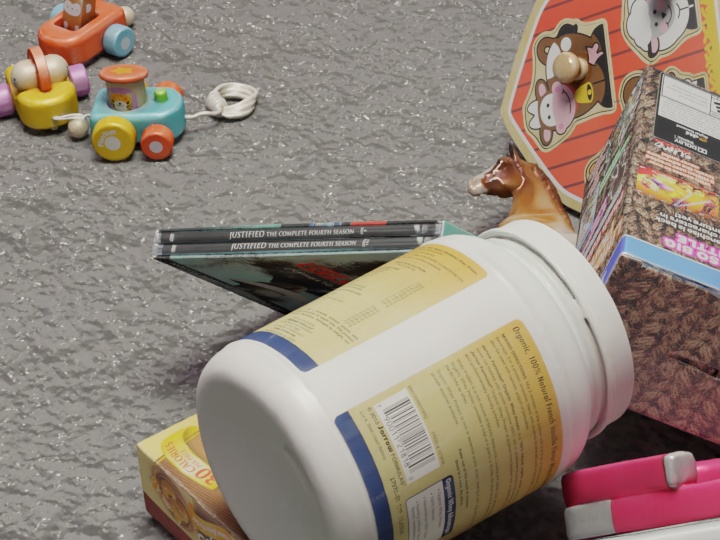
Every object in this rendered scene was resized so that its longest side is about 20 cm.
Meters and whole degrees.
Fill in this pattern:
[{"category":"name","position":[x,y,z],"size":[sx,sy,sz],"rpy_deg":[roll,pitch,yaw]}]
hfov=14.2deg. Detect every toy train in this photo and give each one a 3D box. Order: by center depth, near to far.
[{"category":"toy train","position":[-0.174,-0.146,2.011],"size":[0.200,0.056,0.150],"rpy_deg":[25,46,38]}]

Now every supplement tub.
[{"category":"supplement tub","position":[0.030,0.068,1.517],"size":[0.200,0.145,0.144],"rpy_deg":[-27,40,-26]}]

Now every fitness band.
[{"category":"fitness band","position":[0.190,0.110,1.509],"size":[0.143,0.038,0.200],"rpy_deg":[-7,-5,-29]}]

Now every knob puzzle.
[{"category":"knob puzzle","position":[0.156,-0.121,1.824],"size":[0.030,0.220,0.219],"rpy_deg":[2,23,-42]}]

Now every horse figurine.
[{"category":"horse figurine","position":[0.116,0.006,1.755],"size":[0.132,0.050,0.200],"rpy_deg":[-35,43,-27]}]

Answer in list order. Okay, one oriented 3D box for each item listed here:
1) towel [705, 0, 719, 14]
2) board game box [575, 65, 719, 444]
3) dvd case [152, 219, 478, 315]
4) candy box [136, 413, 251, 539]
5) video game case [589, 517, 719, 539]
[{"category":"towel","position":[0.197,-0.148,1.873],"size":[0.036,0.149,0.200],"rpy_deg":[-19,36,-24]},{"category":"board game box","position":[0.210,-0.002,1.659],"size":[0.159,0.097,0.200],"rpy_deg":[22,36,-5]},{"category":"dvd case","position":[0.000,0.000,1.682],"size":[0.199,0.146,0.022],"rpy_deg":[0,76,33]},{"category":"candy box","position":[-0.012,0.103,1.629],"size":[0.199,0.055,0.115],"rpy_deg":[-26,41,-26]},{"category":"video game case","position":[0.200,0.135,1.474],"size":[0.181,0.023,0.200],"rpy_deg":[-10,-6,-6]}]
